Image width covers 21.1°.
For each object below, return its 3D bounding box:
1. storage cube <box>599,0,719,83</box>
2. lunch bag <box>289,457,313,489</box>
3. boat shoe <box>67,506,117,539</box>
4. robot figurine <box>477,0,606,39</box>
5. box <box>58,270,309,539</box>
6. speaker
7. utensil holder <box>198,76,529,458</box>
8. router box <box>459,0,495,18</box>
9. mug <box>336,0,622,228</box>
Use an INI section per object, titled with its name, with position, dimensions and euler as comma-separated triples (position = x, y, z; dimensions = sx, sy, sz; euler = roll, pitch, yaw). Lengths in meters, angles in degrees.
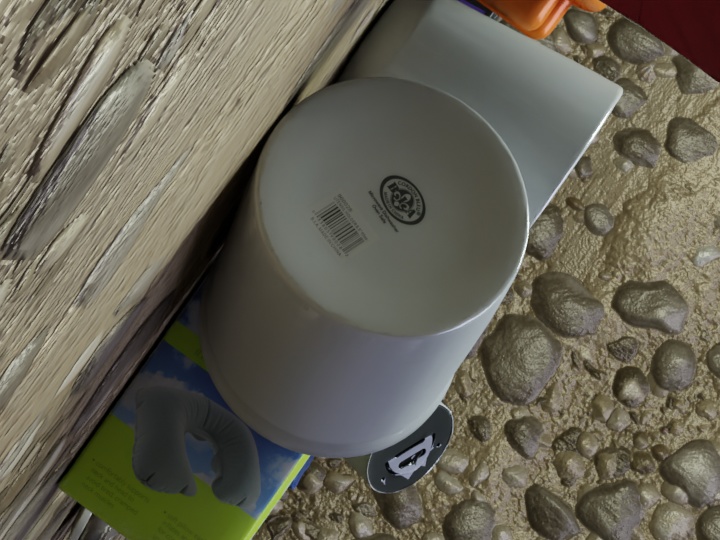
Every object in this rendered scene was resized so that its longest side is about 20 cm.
[storage cube]
position = 0.234, -0.238, 1.117
dimensions = 0.199, 0.171, 0.181
euler = -21, 134, -32
[lunch bag]
position = -0.104, 0.148, 2.158
dimensions = 0.200, 0.131, 0.137
euler = -41, 150, -82
[boat shoe]
position = -0.174, 0.173, 1.561
dimensions = 0.072, 0.059, 0.200
euler = -55, 179, 25
[robot figurine]
position = 0.146, -0.250, 1.253
dimensions = 0.201, 0.143, 0.117
euler = -55, -141, 7
[box]
position = -0.087, 0.092, 1.247
dimensions = 0.201, 0.122, 0.048
euler = -55, 177, -3
[speaker]
position = -0.021, 0.075, 1.425
dimensions = 0.081, 0.200, 0.082
euler = -25, 137, -26
[utensil holder]
position = 0.000, 0.000, 1.137
dimensions = 0.170, 0.169, 0.200
euler = -54, 177, -26
[router box]
position = 0.128, -0.271, 1.484
dimensions = 0.158, 0.052, 0.200
euler = -55, 179, 17
[mug]
position = 0.061, -0.094, 1.256
dimensions = 0.150, 0.153, 0.187
euler = -55, 180, -20
